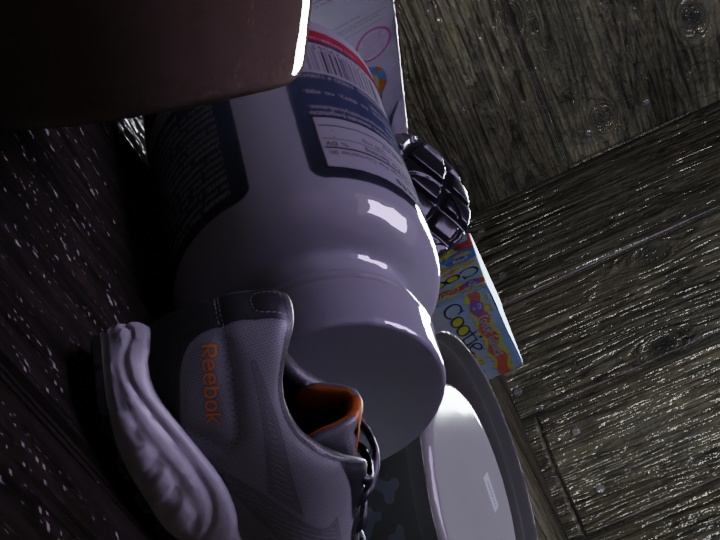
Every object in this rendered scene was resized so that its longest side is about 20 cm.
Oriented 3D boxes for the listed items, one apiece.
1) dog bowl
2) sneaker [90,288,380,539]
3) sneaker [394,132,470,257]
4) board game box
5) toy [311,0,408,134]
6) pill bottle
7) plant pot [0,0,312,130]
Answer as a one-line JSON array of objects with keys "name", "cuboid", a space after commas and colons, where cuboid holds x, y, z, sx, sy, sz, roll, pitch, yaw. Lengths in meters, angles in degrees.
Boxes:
[{"name": "dog bowl", "cuboid": [0.045, 0.138, 0.812, 0.200, 0.058, 0.202, -16, 90, -72]}, {"name": "sneaker", "cuboid": [-0.021, 0.090, 0.523, 0.074, 0.079, 0.201, -109, 173, -54]}, {"name": "sneaker", "cuboid": [0.000, 0.000, 0.780, 0.075, 0.079, 0.201, 38, 42, -12]}, {"name": "board game box", "cuboid": [0.109, 0.050, 1.652, 0.200, 0.102, 0.105, -95, 160, -73]}, {"name": "toy", "cuboid": [-0.034, -0.090, 0.794, 0.047, 0.115, 0.201, 51, -14, 32]}, {"name": "pill bottle", "cuboid": [-0.030, -0.013, 0.648, 0.201, 0.119, 0.120, -107, 170, -46]}, {"name": "plant pot", "cuboid": [-0.084, -0.142, 0.482, 0.200, 0.199, 0.176, -82, 164, -78]}]
